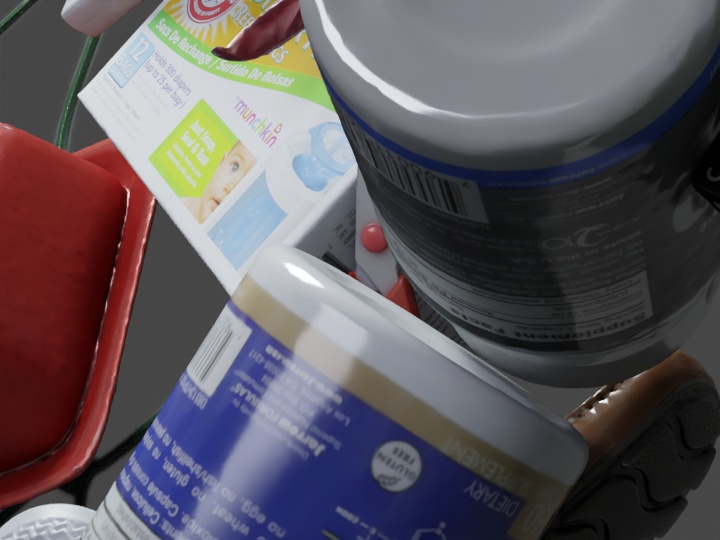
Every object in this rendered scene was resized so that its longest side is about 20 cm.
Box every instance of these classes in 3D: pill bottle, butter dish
[{"bbox_3d":[-0.031,0.105,0.713,0.200,0.119,0.120,-58,36,3],"label":"pill bottle"},{"bbox_3d":[-0.206,0.007,1.060,0.199,0.148,0.200,-19,47,34],"label":"butter dish"},{"bbox_3d":[0.054,-0.043,0.668,0.113,0.200,0.114,-4,67,9],"label":"pill bottle"}]

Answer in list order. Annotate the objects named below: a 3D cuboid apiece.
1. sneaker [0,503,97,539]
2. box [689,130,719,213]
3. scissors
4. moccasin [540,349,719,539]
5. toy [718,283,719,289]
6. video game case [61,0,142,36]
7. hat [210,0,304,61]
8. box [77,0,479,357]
[{"bbox_3d":[-0.107,0.124,0.854,0.200,0.075,0.115,102,179,-46],"label":"sneaker"},{"bbox_3d":[0.212,-0.055,0.589,0.200,0.124,0.148,-55,38,-3],"label":"box"},{"bbox_3d":[0.000,0.000,0.838,0.073,0.201,0.014,-8,18,23],"label":"scissors"},{"bbox_3d":[0.037,0.092,0.799,0.201,0.074,0.078,-45,53,22],"label":"moccasin"},{"bbox_3d":[0.123,-0.048,0.780,0.199,0.116,0.047,-13,10,30],"label":"toy"},{"bbox_3d":[-0.048,-0.208,1.010,0.200,0.023,0.183,-26,39,55],"label":"video game case"},{"bbox_3d":[0.084,-0.145,0.879,0.200,0.165,0.177,-24,45,42],"label":"hat"},{"bbox_3d":[-0.017,-0.045,0.945,0.113,0.101,0.200,-47,36,3],"label":"box"}]
